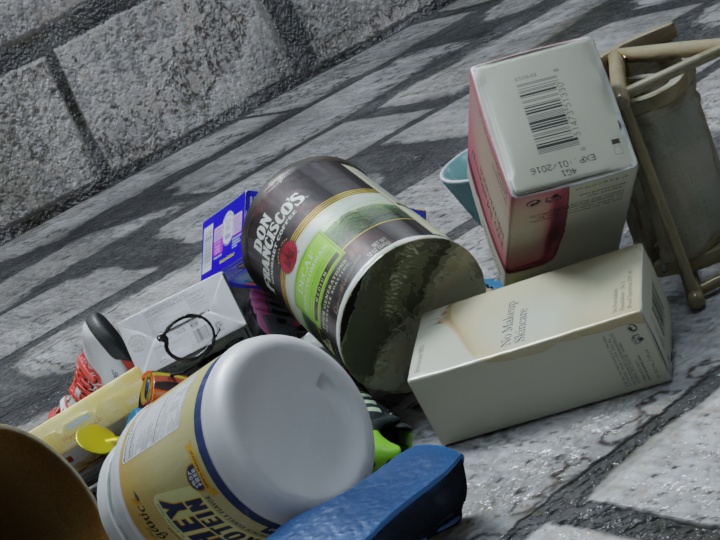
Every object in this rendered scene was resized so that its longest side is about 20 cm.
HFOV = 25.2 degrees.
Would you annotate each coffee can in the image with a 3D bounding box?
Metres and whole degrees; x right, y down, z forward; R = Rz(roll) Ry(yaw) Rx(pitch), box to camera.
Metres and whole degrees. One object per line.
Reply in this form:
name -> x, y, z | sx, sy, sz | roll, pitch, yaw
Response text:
coffee can -> 0.000, 0.000, 1.436 | 0.146, 0.147, 0.200 | -28, 35, -17

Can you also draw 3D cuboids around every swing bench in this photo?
swing bench -> 0.282, -0.099, 1.423 | 0.129, 0.200, 0.200 | -24, 14, -4

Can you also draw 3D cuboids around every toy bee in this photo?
toy bee -> -0.162, 0.132, 1.365 | 0.201, 0.131, 0.109 | -56, 19, 2

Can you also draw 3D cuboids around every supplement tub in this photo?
supplement tub -> -0.099, 0.147, 1.209 | 0.200, 0.145, 0.144 | -35, 3, 45

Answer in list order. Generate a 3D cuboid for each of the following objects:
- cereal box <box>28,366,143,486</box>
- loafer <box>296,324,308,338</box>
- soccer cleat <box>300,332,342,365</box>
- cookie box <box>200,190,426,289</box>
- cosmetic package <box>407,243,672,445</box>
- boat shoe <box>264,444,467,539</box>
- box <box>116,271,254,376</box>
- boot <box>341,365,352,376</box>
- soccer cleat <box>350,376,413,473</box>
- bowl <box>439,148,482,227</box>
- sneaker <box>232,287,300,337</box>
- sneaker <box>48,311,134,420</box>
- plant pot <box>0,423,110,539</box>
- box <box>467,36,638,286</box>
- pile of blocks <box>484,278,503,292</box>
cereal box -> -0.251, 0.160, 1.491 | 0.143, 0.040, 0.200 | -32, -11, -11
loafer -> 0.016, 0.033, 1.638 | 0.199, 0.073, 0.073 | -18, 16, 26
soccer cleat -> -0.014, 0.056, 1.577 | 0.199, 0.086, 0.069 | -18, 15, 22
cookie box -> -0.051, -0.024, 1.701 | 0.199, 0.076, 0.171 | 6, -12, -20
cosmetic package -> 0.146, 0.060, 1.297 | 0.199, 0.073, 0.104 | -18, 28, 20
boat shoe -> 0.005, 0.194, 1.101 | 0.199, 0.069, 0.084 | -26, 27, -28
box -> -0.159, 0.080, 1.581 | 0.116, 0.060, 0.200 | -27, -18, -4
boot -> -0.107, 0.146, 1.436 | 0.153, 0.074, 0.203 | -8, 22, 38
soccer cleat -> 0.003, 0.136, 1.332 | 0.080, 0.068, 0.200 | 1, 12, 1
bowl -> 0.195, -0.094, 1.740 | 0.200, 0.106, 0.201 | -22, 14, 6
sneaker -> -0.116, 0.053, 1.817 | 0.096, 0.079, 0.200 | -60, 22, 15
sneaker -> -0.264, 0.125, 1.594 | 0.108, 0.202, 0.067 | -31, 60, -7
plant pot -> -0.323, 0.249, 1.255 | 0.199, 0.187, 0.186 | -34, 9, 25
box -> 0.158, -0.086, 1.371 | 0.108, 0.129, 0.200 | -15, -23, -3
pile of blocks -> 0.126, 0.047, 1.453 | 0.082, 0.063, 0.200 | -13, 13, -28
